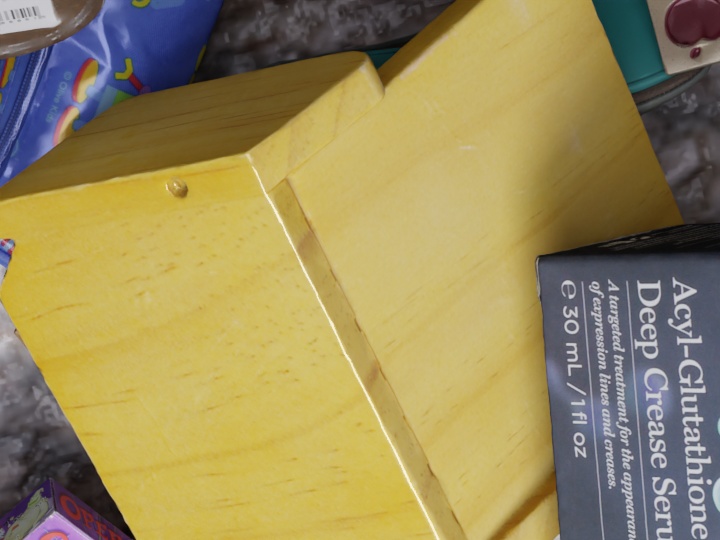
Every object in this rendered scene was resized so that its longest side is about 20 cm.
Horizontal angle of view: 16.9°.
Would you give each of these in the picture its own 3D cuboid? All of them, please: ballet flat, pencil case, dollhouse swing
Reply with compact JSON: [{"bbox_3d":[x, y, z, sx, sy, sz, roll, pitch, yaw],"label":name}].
[{"bbox_3d":[0.042,-0.066,0.969,0.199,0.068,0.064,-12,147,-11],"label":"ballet flat"},{"bbox_3d":[-0.103,-0.091,0.949,0.078,0.087,0.201,26,100,37],"label":"pencil case"},{"bbox_3d":[0.000,0.000,0.923,0.181,0.176,0.201,-8,121,36],"label":"dollhouse swing"}]

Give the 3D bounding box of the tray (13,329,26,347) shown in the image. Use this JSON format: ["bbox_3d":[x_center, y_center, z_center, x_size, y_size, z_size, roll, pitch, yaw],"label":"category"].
[{"bbox_3d":[-0.044,0.070,1.024,0.099,0.037,0.200,-37,99,12],"label":"tray"}]

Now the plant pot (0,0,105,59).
[{"bbox_3d":[-0.145,-0.181,0.845,0.186,0.187,0.201,-12,73,7],"label":"plant pot"}]

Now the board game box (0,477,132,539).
[{"bbox_3d":[-0.103,0.183,1.025,0.120,0.032,0.200,-37,122,16],"label":"board game box"}]

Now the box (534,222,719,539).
[{"bbox_3d":[0.175,0.060,0.848,0.199,0.107,0.149,-2,96,37],"label":"box"}]

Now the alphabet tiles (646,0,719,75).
[{"bbox_3d":[0.195,-0.180,0.932,0.199,0.008,0.168,-14,87,7],"label":"alphabet tiles"}]
